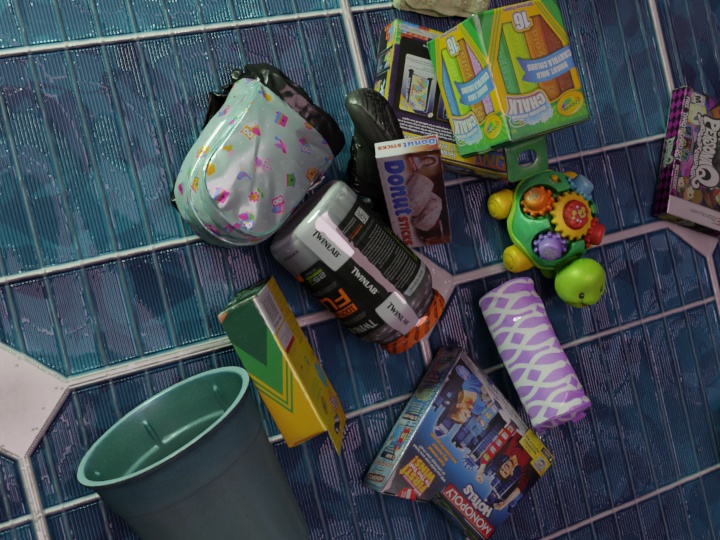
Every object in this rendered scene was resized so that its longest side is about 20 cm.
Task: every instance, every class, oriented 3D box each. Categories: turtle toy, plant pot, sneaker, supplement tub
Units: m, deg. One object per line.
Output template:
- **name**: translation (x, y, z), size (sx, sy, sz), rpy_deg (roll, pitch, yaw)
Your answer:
- **turtle toy**: translation (0.267, -0.047, 1.182), size (0.146, 0.101, 0.200), rpy_deg (-18, 94, -23)
- **plant pot**: translation (-0.162, 0.240, 0.947), size (0.200, 0.200, 0.196), rpy_deg (-33, 108, -21)
- **sneaker**: translation (0.018, -0.131, 1.055), size (0.200, 0.091, 0.076), rpy_deg (57, 20, -47)
- **supplement tub**: translation (0.000, 0.000, 1.057), size (0.200, 0.123, 0.123), rpy_deg (45, 72, -13)

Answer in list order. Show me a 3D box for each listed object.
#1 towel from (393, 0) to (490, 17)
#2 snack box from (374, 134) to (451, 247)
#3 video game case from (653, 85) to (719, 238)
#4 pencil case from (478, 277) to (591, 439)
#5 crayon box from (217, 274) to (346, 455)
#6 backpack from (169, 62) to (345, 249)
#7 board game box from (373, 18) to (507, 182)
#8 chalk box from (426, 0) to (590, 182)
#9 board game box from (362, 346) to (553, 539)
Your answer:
- **towel**: translation (0.123, -0.427, 1.141), size (0.148, 0.036, 0.200), rpy_deg (-3, 117, -25)
- **snack box**: translation (0.066, -0.088, 1.051), size (0.072, 0.200, 0.024), rpy_deg (-7, 60, 6)
- **video game case**: translation (0.533, -0.155, 1.336), size (0.181, 0.036, 0.200), rpy_deg (16, 80, -22)
- **pencil case**: translation (0.225, 0.107, 1.135), size (0.085, 0.084, 0.200), rpy_deg (-2, 64, -46)
- **crayon box**: translation (-0.084, 0.113, 1.010), size (0.051, 0.127, 0.200), rpy_deg (-27, 97, 7)
- **backpack**: translation (-0.124, -0.122, 1.009), size (0.167, 0.127, 0.200), rpy_deg (39, 71, -16)
- **board game box**: translation (0.114, -0.217, 1.155), size (0.200, 0.057, 0.165), rpy_deg (11, 84, -22)
- **chalk box**: translation (0.186, -0.213, 1.088), size (0.125, 0.124, 0.200), rpy_deg (-20, 95, -22)
- **board game box**: translation (0.111, 0.235, 1.113), size (0.200, 0.062, 0.200), rpy_deg (-43, 103, -19)
